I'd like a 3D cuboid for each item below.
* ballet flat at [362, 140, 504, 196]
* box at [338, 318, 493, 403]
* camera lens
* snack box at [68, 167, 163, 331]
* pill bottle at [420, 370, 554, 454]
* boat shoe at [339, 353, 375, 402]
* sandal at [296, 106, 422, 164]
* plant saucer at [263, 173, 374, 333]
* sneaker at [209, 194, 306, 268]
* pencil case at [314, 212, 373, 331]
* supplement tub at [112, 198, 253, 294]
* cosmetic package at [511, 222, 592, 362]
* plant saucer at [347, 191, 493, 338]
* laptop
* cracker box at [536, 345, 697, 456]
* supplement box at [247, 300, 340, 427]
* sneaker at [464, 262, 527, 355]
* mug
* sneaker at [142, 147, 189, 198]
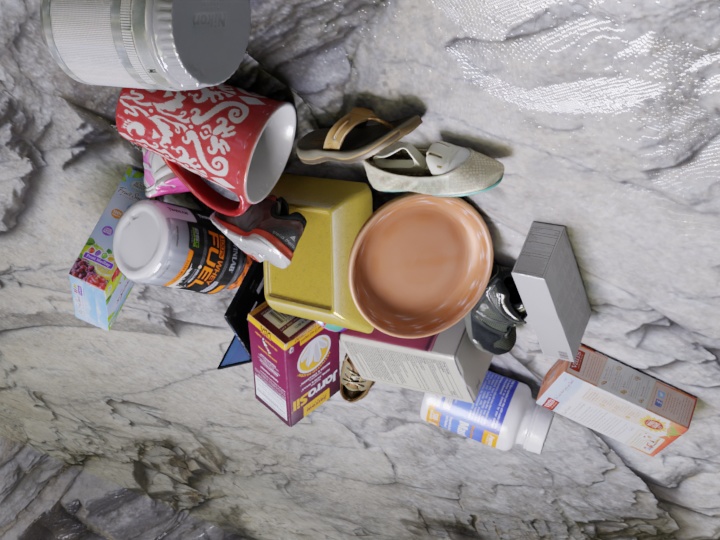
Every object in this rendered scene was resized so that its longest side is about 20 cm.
[{"bbox_3d":[0.080,-0.126,1.496,0.199,0.068,0.063,1,135,40],"label":"ballet flat"},{"bbox_3d":[0.087,0.104,1.854,0.199,0.109,0.128,10,148,28],"label":"box"},{"bbox_3d":[-0.243,-0.285,1.380,0.199,0.161,0.160,9,149,30],"label":"camera lens"},{"bbox_3d":[-0.373,-0.031,1.906,0.067,0.201,0.169,24,154,2],"label":"snack box"},{"bbox_3d":[0.204,0.218,1.956,0.199,0.113,0.112,20,153,13],"label":"pill bottle"},{"bbox_3d":[0.002,0.169,2.086,0.075,0.074,0.200,22,153,7],"label":"boat shoe"},{"bbox_3d":[-0.013,-0.170,1.501,0.199,0.080,0.054,1,124,47],"label":"sandal"},{"bbox_3d":[-0.069,-0.023,1.665,0.199,0.048,0.202,10,107,44],"label":"plant saucer"},{"bbox_3d":[-0.128,-0.061,1.647,0.077,0.082,0.200,43,169,-35],"label":"sneaker"},{"bbox_3d":[0.000,0.000,1.692,0.088,0.089,0.200,31,130,-11],"label":"pencil case"},{"bbox_3d":[-0.257,-0.031,1.832,0.122,0.124,0.199,2,175,38],"label":"supplement tub"},{"bbox_3d":[0.251,0.030,1.611,0.050,0.083,0.200,12,150,29],"label":"cosmetic package"},{"bbox_3d":[0.075,-0.011,1.601,0.200,0.200,0.037,40,-177,-28],"label":"plant saucer"},{"bbox_3d":[-0.173,0.041,1.889,0.103,0.178,0.200,12,151,25],"label":"laptop"},{"bbox_3d":[0.374,0.192,1.821,0.199,0.058,0.134,24,153,0],"label":"cracker box"},{"bbox_3d":[-0.096,0.123,1.841,0.085,0.110,0.201,37,147,29],"label":"supplement box"},{"bbox_3d":[0.204,0.062,1.713,0.114,0.076,0.200,16,148,31],"label":"sneaker"},{"bbox_3d":[-0.205,-0.164,1.572,0.199,0.179,0.133,23,-163,13],"label":"mug"},{"bbox_3d":[-0.267,-0.154,1.741,0.081,0.089,0.200,-10,180,-17],"label":"sneaker"}]
